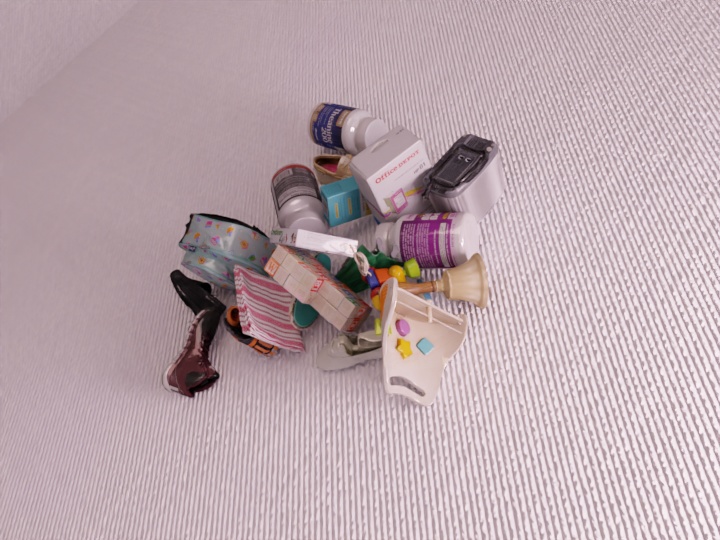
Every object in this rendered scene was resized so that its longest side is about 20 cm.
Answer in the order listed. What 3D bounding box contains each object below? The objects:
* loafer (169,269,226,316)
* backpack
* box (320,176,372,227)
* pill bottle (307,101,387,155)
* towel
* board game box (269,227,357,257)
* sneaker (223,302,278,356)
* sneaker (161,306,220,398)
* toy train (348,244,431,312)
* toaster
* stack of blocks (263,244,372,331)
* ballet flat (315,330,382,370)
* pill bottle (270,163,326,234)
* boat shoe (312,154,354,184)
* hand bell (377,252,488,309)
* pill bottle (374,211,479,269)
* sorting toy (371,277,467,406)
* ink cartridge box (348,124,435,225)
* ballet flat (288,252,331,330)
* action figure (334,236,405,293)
[{"bbox_3d":[-0.376,0.055,1.674,0.070,0.069,0.200,-36,49,-17],"label":"loafer"},{"bbox_3d":[-0.294,-0.039,1.634,0.197,0.175,0.156,4,70,32],"label":"backpack"},{"bbox_3d":[0.012,-0.168,1.602,0.196,0.083,0.049,-20,43,-14],"label":"box"},{"bbox_3d":[-0.032,-0.351,1.804,0.198,0.112,0.112,22,64,40],"label":"pill bottle"},{"bbox_3d":[-0.188,0.076,1.498,0.030,0.145,0.202,-46,39,25],"label":"towel"},{"bbox_3d":[-0.098,-0.058,1.455,0.199,0.124,0.035,-169,90,-68],"label":"board game box"},{"bbox_3d":[-0.233,0.083,1.525,0.078,0.111,0.201,-45,41,16],"label":"sneaker"},{"bbox_3d":[-0.327,0.182,1.538,0.114,0.076,0.203,17,72,32],"label":"sneaker"},{"bbox_3d":[0.062,0.009,1.379,0.114,0.202,0.085,-23,36,-2],"label":"toy train"},{"bbox_3d":[0.215,-0.173,1.501,0.113,0.130,0.200,26,66,42],"label":"toaster"},{"bbox_3d":[-0.082,0.036,1.426,0.199,0.115,0.059,39,101,23],"label":"stack of blocks"},{"bbox_3d":[-0.005,0.143,1.392,0.196,0.070,0.070,-11,47,20],"label":"ballet flat"},{"bbox_3d":[-0.142,-0.147,1.684,0.114,0.117,0.202,-25,45,6],"label":"pill bottle"},{"bbox_3d":[-0.035,-0.244,1.742,0.197,0.070,0.075,7,55,33],"label":"boat shoe"},{"bbox_3d":[0.128,0.031,1.342,0.195,0.105,0.105,-7,45,-6],"label":"hand bell"},{"bbox_3d":[0.132,-0.059,1.460,0.196,0.113,0.114,-1,51,27],"label":"pill bottle"},{"bbox_3d":[0.089,0.140,1.285,0.106,0.198,0.184,-21,53,43],"label":"sorting toy"},{"bbox_3d":[0.080,-0.180,1.530,0.144,0.201,0.085,-37,44,-7],"label":"ink cartridge box"},{"bbox_3d":[-0.111,0.051,1.542,0.064,0.075,0.202,-32,29,46],"label":"ballet flat"},{"bbox_3d":[0.000,0.000,1.472,0.199,0.117,0.056,-37,37,47],"label":"action figure"}]
